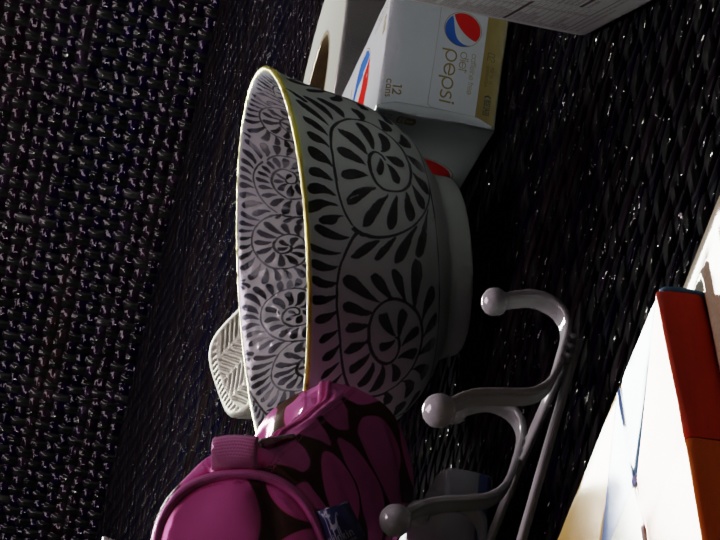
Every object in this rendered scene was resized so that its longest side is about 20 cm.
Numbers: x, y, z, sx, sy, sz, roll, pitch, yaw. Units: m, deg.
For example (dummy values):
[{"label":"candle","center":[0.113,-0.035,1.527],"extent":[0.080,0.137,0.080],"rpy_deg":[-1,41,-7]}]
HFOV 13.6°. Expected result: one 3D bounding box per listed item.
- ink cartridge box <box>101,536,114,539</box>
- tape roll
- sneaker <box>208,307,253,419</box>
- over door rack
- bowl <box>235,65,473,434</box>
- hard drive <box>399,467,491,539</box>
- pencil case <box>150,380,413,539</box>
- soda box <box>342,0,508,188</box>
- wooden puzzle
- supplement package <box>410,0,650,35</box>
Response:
[{"label":"ink cartridge box","center":[-0.082,0.231,1.539],"extent":[0.129,0.125,0.201],"rpy_deg":[65,-141,-74]},{"label":"tape roll","center":[-0.015,-0.103,2.009],"extent":[0.203,0.037,0.204],"rpy_deg":[-168,90,-82]},{"label":"sneaker","center":[0.002,0.017,1.616],"extent":[0.200,0.084,0.075],"rpy_deg":[-36,63,45]},{"label":"over door rack","center":[0.039,0.123,1.179],"extent":[0.148,0.066,0.201],"rpy_deg":[107,170,-45]},{"label":"bowl","center":[0.000,0.000,1.470],"extent":[0.201,0.094,0.202],"rpy_deg":[179,90,-78]},{"label":"hard drive","center":[0.024,0.205,1.323],"extent":[0.132,0.025,0.201],"rpy_deg":[115,164,-60]},{"label":"pencil case","center":[-0.028,0.100,1.282],"extent":[0.200,0.090,0.094],"rpy_deg":[-37,-65,-79]},{"label":"soda box","center":[0.023,-0.072,1.580],"extent":[0.200,0.063,0.068],"rpy_deg":[118,161,-68]},{"label":"wooden puzzle","center":[0.092,0.096,0.929],"extent":[0.201,0.037,0.186],"rpy_deg":[-87,11,-48]},{"label":"supplement package","center":[0.025,-0.195,1.222],"extent":[0.151,0.199,0.153],"rpy_deg":[167,113,-82]}]
